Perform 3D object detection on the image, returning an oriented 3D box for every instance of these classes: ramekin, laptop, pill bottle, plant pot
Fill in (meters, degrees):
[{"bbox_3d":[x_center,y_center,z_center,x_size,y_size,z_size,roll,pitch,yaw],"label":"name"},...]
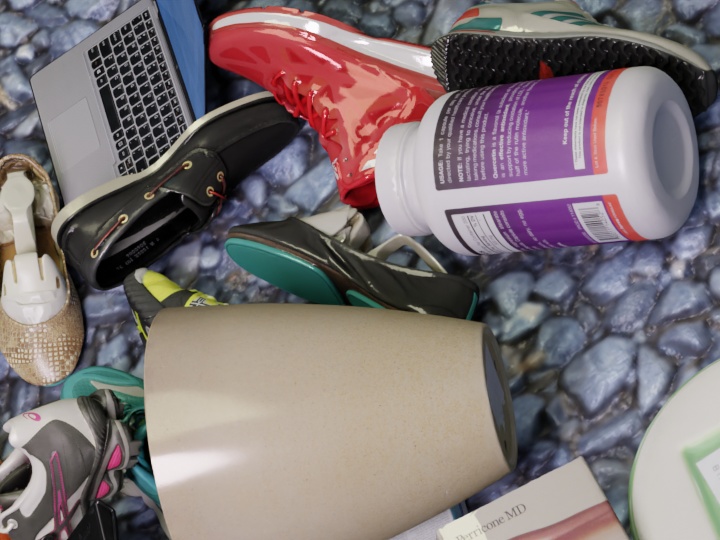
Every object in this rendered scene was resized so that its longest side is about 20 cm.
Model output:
[{"bbox_3d":[0.252,0.137,1.475,0.200,0.098,0.200,-16,55,24],"label":"ramekin"},{"bbox_3d":[-0.186,-0.160,1.928,0.200,0.116,0.187,-33,49,15],"label":"laptop"},{"bbox_3d":[0.114,-0.069,1.684,0.200,0.112,0.113,-5,60,30],"label":"pill bottle"},{"bbox_3d":[-0.010,0.095,1.585,0.200,0.187,0.188,-12,55,12],"label":"plant pot"}]

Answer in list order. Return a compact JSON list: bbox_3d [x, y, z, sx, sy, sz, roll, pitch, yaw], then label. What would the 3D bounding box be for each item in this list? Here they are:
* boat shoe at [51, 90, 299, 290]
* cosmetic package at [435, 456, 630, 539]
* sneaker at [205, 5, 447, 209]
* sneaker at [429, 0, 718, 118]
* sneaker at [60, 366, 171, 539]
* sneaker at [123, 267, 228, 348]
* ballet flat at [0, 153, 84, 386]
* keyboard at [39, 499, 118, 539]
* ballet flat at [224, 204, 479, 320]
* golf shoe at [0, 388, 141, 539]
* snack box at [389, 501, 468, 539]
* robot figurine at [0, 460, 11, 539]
[{"bbox_3d":[-0.124,-0.057,1.849,0.201,0.074,0.063,-33,58,-10],"label":"boat shoe"},{"bbox_3d":[0.132,0.221,1.456,0.103,0.087,0.200,-28,68,-4],"label":"cosmetic package"},{"bbox_3d":[-0.028,-0.112,1.802,0.200,0.078,0.116,11,71,18],"label":"sneaker"},{"bbox_3d":[0.153,-0.154,1.741,0.199,0.070,0.093,8,39,23],"label":"sneaker"},{"bbox_3d":[-0.141,0.116,1.749,0.077,0.080,0.200,-41,48,-15],"label":"sneaker"},{"bbox_3d":[-0.095,0.055,1.781,0.076,0.075,0.200,-34,48,-18],"label":"sneaker"},{"bbox_3d":[-0.250,-0.007,1.904,0.070,0.065,0.200,-14,53,-6],"label":"ballet flat"},{"bbox_3d":[-0.214,0.231,1.643,0.200,0.021,0.127,-53,26,16],"label":"keyboard"},{"bbox_3d":[0.000,0.000,1.753,0.200,0.068,0.068,26,68,30],"label":"ballet flat"},{"bbox_3d":[-0.213,0.163,1.714,0.077,0.088,0.200,54,137,45],"label":"golf shoe"},{"bbox_3d":[-0.019,0.205,1.647,0.200,0.037,0.116,-29,49,14],"label":"snack box"},{"bbox_3d":[-0.315,0.195,1.794,0.200,0.117,0.144,-55,25,-7],"label":"robot figurine"}]
